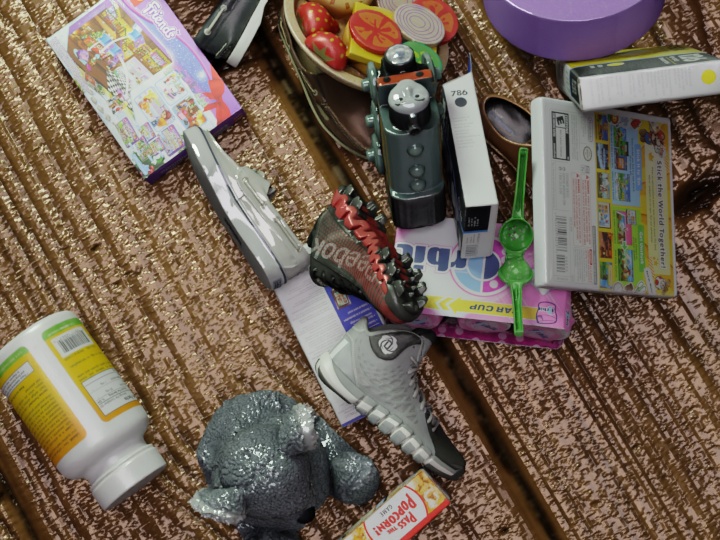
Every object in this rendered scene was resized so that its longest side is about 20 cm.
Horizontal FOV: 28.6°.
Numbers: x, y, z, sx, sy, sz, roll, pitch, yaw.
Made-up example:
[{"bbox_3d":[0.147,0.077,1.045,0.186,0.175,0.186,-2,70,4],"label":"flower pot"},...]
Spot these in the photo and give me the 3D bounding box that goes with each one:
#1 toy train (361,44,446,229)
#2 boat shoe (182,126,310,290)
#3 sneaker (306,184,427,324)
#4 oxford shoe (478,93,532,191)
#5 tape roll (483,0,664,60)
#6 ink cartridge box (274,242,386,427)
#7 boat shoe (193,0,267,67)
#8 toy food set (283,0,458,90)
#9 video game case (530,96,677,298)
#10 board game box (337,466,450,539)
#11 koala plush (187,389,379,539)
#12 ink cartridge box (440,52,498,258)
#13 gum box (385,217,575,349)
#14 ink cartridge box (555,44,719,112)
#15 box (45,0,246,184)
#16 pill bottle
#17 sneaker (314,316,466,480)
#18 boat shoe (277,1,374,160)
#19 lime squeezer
[{"bbox_3d":[0.051,-0.136,1.461,0.085,0.200,0.114,-10,52,-4],"label":"toy train"},{"bbox_3d":[-0.122,-0.077,1.534,0.066,0.072,0.200,-30,77,-14],"label":"boat shoe"},{"bbox_3d":[0.000,0.000,1.468,0.098,0.071,0.201,-44,44,12],"label":"sneaker"},{"bbox_3d":[0.204,-0.122,1.543,0.200,0.071,0.071,35,85,5],"label":"oxford shoe"},{"bbox_3d":[0.230,-0.323,1.525,0.199,0.066,0.201,-4,57,6],"label":"tape roll"},{"bbox_3d":[-0.022,0.063,1.552,0.094,0.037,0.200,-26,80,-1],"label":"ink cartridge box"},{"bbox_3d":[-0.120,-0.328,1.574,0.060,0.076,0.201,26,81,-12],"label":"boat shoe"},{"bbox_3d":[0.012,-0.271,1.536,0.197,0.049,0.200,17,49,-14],"label":"toy food set"},{"bbox_3d":[0.260,-0.075,1.507,0.181,0.023,0.201,5,79,-30],"label":"video game case"},{"bbox_3d":[0.004,0.286,1.467,0.200,0.152,0.046,-41,83,-1],"label":"board game box"},{"bbox_3d":[-0.097,0.207,1.456,0.177,0.200,0.184,-40,83,-1],"label":"koala plush"},{"bbox_3d":[0.111,-0.123,1.496,0.039,0.100,0.201,-5,57,-2],"label":"ink cartridge box"},{"bbox_3d":[0.132,0.012,1.518,0.199,0.066,0.114,6,67,4],"label":"gum box"},{"bbox_3d":[0.315,-0.208,1.482,0.199,0.198,0.047,-8,103,3],"label":"ink cartridge box"},{"bbox_3d":[-0.241,-0.217,1.593,0.137,0.039,0.200,-35,83,-1],"label":"box"},{"bbox_3d":[-0.299,0.153,1.518,0.111,0.111,0.200,-37,83,-1],"label":"pill bottle"},{"bbox_3d":[0.059,0.124,1.487,0.200,0.075,0.116,40,91,-10],"label":"sneaker"},{"bbox_3d":[-0.033,-0.212,1.562,0.075,0.075,0.203,-35,83,-1],"label":"boat shoe"},{"bbox_3d":[0.166,-0.020,1.458,0.038,0.071,0.201,9,71,-14],"label":"lime squeezer"}]
